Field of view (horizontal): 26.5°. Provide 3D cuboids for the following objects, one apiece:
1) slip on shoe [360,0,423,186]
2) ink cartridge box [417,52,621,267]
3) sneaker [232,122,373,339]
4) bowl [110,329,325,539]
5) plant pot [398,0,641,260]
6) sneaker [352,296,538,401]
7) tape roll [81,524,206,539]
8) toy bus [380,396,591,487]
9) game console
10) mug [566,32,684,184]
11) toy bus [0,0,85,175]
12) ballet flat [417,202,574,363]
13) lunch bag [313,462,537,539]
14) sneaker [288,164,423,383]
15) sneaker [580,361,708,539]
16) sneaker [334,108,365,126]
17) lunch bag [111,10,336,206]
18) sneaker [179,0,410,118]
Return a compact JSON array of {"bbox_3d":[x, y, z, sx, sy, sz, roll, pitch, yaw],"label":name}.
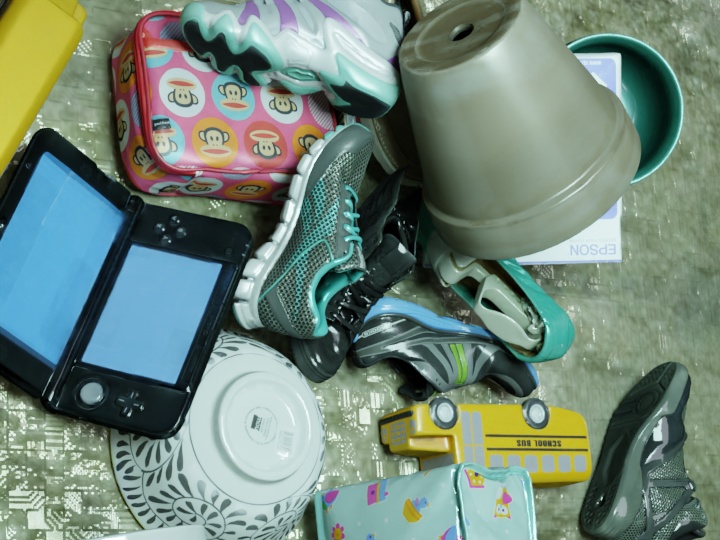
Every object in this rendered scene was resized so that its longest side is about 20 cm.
[{"bbox_3d":[0.039,-0.176,1.391,0.076,0.060,0.203,-17,99,-42],"label":"slip on shoe"},{"bbox_3d":[0.151,-0.106,1.468,0.195,0.043,0.203,-1,92,-1],"label":"ink cartridge box"},{"bbox_3d":[-0.026,-0.028,1.303,0.202,0.090,0.078,-64,155,-8],"label":"sneaker"},{"bbox_3d":[-0.099,0.137,1.268,0.199,0.094,0.203,10,71,-29],"label":"bowl"},{"bbox_3d":[0.119,-0.140,1.318,0.201,0.198,0.174,-56,129,-32],"label":"plant pot"},{"bbox_3d":[0.074,0.085,1.418,0.198,0.071,0.084,18,78,-25],"label":"sneaker"},{"bbox_3d":[-0.198,0.268,1.097,0.201,0.202,0.141,-3,77,-33],"label":"tape roll"},{"bbox_3d":[0.117,0.161,1.417,0.198,0.065,0.079,3,75,-32],"label":"toy bus"},{"bbox_3d":[-0.202,0.008,1.222,0.174,0.117,0.202,12,62,16],"label":"game console"},{"bbox_3d":[0.225,-0.164,1.547,0.183,0.114,0.154,20,92,-3],"label":"mug"},{"bbox_3d":[-0.285,-0.157,1.238,0.065,0.078,0.201,34,60,-19],"label":"toy bus"},{"bbox_3d":[0.112,0.008,1.397,0.200,0.068,0.070,44,31,10],"label":"ballet flat"},{"bbox_3d":[0.062,0.271,1.276,0.121,0.169,0.203,10,69,-50],"label":"lunch bag"},{"bbox_3d":[0.002,0.002,1.348,0.060,0.104,0.201,44,37,-29],"label":"sneaker"},{"bbox_3d":[0.299,0.195,1.520,0.114,0.076,0.201,34,63,-21],"label":"sneaker"},{"bbox_3d":[0.012,-0.187,1.454,0.111,0.071,0.203,5,70,-28],"label":"sneaker"},{"bbox_3d":[-0.120,-0.154,1.357,0.198,0.082,0.178,2,70,-34],"label":"lunch bag"},{"bbox_3d":[-0.050,-0.225,1.314,0.198,0.078,0.141,20,69,-18],"label":"sneaker"}]
